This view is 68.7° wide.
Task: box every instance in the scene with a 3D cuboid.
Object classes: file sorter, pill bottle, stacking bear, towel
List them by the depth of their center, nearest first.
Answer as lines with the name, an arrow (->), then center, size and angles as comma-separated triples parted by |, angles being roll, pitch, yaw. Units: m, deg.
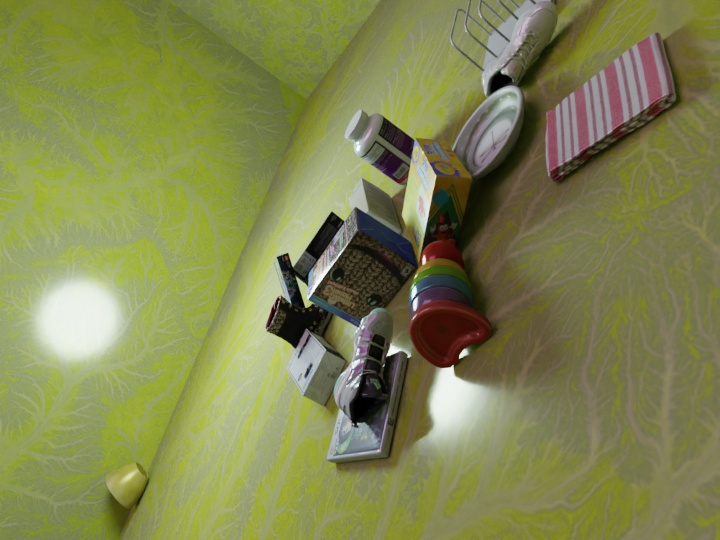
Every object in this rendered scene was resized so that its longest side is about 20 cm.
towel -> 0.353, -0.233, 0.765 | 0.199, 0.029, 0.150 | -35, 34, 47
stacking bear -> 0.134, 0.031, 0.862 | 0.122, 0.112, 0.203 | -46, 21, 35
file sorter -> 0.305, -0.559, 1.139 | 0.199, 0.122, 0.143 | -31, 37, 53
pill bottle -> 0.060, -0.311, 1.317 | 0.113, 0.196, 0.114 | -47, 24, 30

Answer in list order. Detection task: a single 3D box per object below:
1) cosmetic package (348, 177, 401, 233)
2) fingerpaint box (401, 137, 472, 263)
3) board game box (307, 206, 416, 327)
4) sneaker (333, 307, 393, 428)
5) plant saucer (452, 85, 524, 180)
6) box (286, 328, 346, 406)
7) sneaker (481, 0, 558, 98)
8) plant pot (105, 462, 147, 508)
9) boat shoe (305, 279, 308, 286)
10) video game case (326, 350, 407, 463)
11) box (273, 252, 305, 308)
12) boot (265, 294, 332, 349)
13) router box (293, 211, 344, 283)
cosmetic package -> 0.032, -0.142, 1.317 | 0.072, 0.103, 0.202 | -53, 21, 24
fingerpaint box -> 0.140, -0.136, 1.006 | 0.202, 0.070, 0.172 | -100, 16, -59
board game box -> 0.000, 0.000, 1.139 | 0.202, 0.156, 0.098 | -52, 22, 26
sneaker -> 0.025, 0.178, 0.929 | 0.206, 0.075, 0.140 | -70, 21, 7
plant saucer -> 0.247, -0.246, 0.999 | 0.201, 0.049, 0.204 | -49, 25, 31
box -> -0.111, 0.227, 1.267 | 0.119, 0.059, 0.199 | -62, 20, -1
sneaker -> 0.307, -0.408, 1.010 | 0.202, 0.076, 0.101 | -56, 10, 42
plant pot -> -1.130, 1.038, 2.594 | 0.141, 0.203, 0.199 | -39, 16, -15
boat shoe -> -0.083, -0.016, 1.492 | 0.202, 0.061, 0.074 | -55, 21, 20
video game case -> 0.010, 0.259, 0.988 | 0.199, 0.023, 0.187 | -34, 35, 53
box -> -0.196, 0.061, 1.496 | 0.136, 0.036, 0.207 | 160, 93, -77
boot -> -0.155, 0.107, 1.391 | 0.073, 0.148, 0.206 | -9, 55, 64
router box -> -0.125, -0.063, 1.563 | 0.203, 0.051, 0.157 | -56, 1, -9
